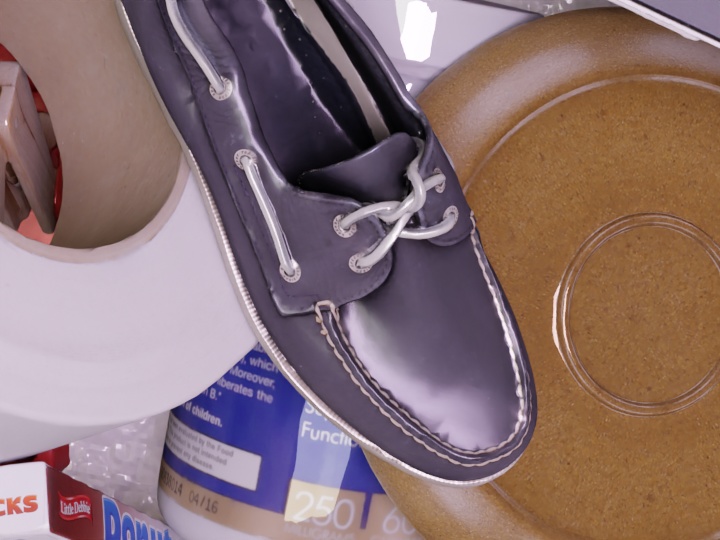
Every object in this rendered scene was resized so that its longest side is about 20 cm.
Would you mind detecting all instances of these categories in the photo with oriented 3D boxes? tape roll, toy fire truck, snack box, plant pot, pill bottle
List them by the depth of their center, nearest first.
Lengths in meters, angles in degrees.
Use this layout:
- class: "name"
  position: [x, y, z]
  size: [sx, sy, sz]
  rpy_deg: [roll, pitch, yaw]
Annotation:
- class: "tape roll"
  position: [-0.110, -0.044, 0.667]
  size: [0.071, 0.202, 0.203]
  rpy_deg: [-20, 96, 43]
- class: "plant pot"
  position: [0.090, 0.014, 0.723]
  size: [0.199, 0.027, 0.201]
  rpy_deg: [-1, 92, -18]
- class: "snack box"
  position: [-0.106, 0.097, 0.760]
  size: [0.072, 0.200, 0.024]
  rpy_deg: [-8, 74, 10]
- class: "toy fire truck"
  position: [-0.117, -0.039, 0.770]
  size: [0.048, 0.141, 0.201]
  rpy_deg: [0, 98, 6]
- class: "pill bottle"
  position: [0.000, 0.000, 0.775]
  size: [0.115, 0.116, 0.201]
  rpy_deg: [11, 99, 5]

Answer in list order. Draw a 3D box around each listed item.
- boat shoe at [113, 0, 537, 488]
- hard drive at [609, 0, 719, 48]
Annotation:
- class: "boat shoe"
  position: [-0.007, -0.022, 0.649]
  size: [0.072, 0.063, 0.201]
  rpy_deg: [-32, 96, -15]
- class: "hard drive"
  position: [0.094, -0.096, 0.664]
  size: [0.139, 0.200, 0.038]
  rpy_deg: [22, 102, -16]
